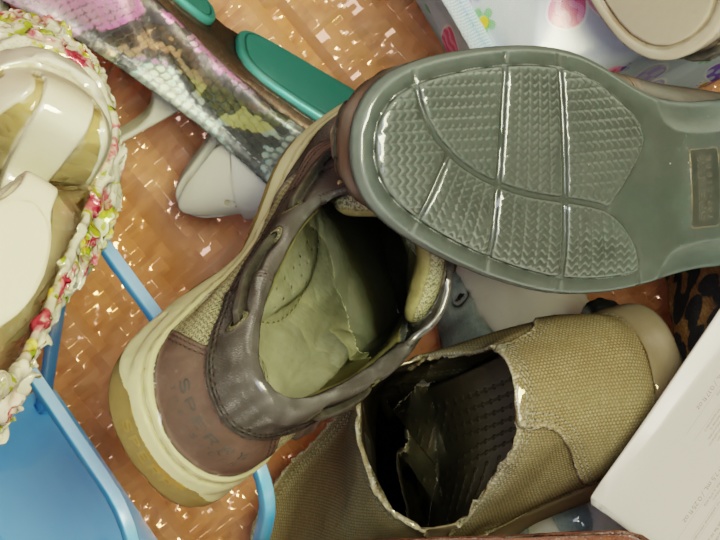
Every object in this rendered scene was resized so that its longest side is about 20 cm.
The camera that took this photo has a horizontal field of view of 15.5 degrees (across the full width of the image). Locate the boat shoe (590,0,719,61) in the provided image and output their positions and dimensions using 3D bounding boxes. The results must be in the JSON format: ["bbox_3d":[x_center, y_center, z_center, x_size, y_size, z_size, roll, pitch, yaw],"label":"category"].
[{"bbox_3d":[0.069,-0.155,0.813,0.067,0.057,0.201,-30,83,35],"label":"boat shoe"}]

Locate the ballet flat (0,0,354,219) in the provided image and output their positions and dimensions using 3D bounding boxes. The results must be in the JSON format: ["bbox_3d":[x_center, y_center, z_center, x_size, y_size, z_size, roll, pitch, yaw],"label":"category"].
[{"bbox_3d":[-0.060,-0.064,0.915,0.200,0.069,0.071,37,103,-10],"label":"ballet flat"}]

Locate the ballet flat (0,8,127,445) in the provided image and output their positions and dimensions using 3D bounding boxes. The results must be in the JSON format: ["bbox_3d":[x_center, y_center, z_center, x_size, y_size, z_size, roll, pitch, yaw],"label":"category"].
[{"bbox_3d":[-0.104,-0.018,0.800,0.075,0.064,0.201,27,45,-18],"label":"ballet flat"}]

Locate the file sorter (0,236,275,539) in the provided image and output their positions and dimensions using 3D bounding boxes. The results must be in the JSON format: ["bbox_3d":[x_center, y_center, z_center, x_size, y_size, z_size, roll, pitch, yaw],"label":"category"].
[{"bbox_3d":[-0.146,0.088,0.824,0.199,0.123,0.139,-21,56,-29],"label":"file sorter"}]

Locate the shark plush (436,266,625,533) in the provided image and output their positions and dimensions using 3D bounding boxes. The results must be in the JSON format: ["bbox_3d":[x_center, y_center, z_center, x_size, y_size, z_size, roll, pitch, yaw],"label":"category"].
[{"bbox_3d":[0.056,0.092,0.914,0.083,0.091,0.201,3,91,21],"label":"shark plush"}]

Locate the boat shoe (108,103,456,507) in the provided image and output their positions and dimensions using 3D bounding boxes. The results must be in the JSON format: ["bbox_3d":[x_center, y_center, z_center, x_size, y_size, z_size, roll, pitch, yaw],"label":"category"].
[{"bbox_3d":[-0.001,-0.001,0.813,0.066,0.201,0.072,-20,108,39],"label":"boat shoe"}]

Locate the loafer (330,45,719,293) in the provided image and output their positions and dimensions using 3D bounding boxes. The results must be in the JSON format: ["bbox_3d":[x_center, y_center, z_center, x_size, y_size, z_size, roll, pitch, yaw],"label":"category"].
[{"bbox_3d":[0.074,-0.030,0.815,0.199,0.063,0.072,3,93,-28],"label":"loafer"}]

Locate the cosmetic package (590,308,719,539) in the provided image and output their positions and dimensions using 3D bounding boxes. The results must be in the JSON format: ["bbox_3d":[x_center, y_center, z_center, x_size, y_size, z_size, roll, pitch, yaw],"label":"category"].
[{"bbox_3d":[0.161,0.012,0.779,0.082,0.051,0.200,36,93,40],"label":"cosmetic package"}]

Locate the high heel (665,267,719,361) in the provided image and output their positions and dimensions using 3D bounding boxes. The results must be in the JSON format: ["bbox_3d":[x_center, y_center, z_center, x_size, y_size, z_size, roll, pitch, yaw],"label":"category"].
[{"bbox_3d":[0.122,0.074,0.881,0.071,0.142,0.201,26,87,-29],"label":"high heel"}]

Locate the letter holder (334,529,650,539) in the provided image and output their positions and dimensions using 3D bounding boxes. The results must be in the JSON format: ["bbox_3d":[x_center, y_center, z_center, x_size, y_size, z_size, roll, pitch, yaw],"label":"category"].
[{"bbox_3d":[0.036,0.188,0.782,0.142,0.101,0.201,-5,65,17],"label":"letter holder"}]

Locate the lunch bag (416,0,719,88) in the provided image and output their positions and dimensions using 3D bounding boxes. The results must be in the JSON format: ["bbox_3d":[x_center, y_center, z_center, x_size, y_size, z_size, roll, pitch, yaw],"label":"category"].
[{"bbox_3d":[0.076,-0.161,0.894,0.169,0.127,0.201,-25,77,-1],"label":"lunch bag"}]

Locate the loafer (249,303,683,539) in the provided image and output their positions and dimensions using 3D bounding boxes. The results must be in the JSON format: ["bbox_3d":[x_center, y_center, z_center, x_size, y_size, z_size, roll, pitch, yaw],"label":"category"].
[{"bbox_3d":[0.019,0.062,0.863,0.067,0.200,0.076,10,56,-38],"label":"loafer"}]
